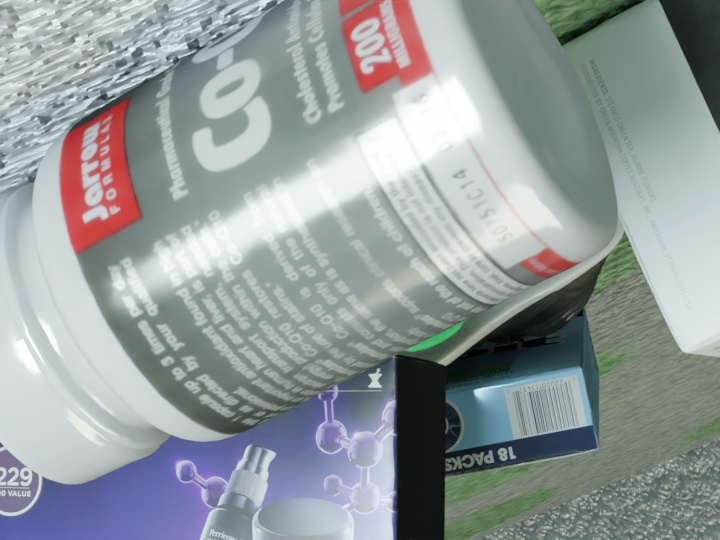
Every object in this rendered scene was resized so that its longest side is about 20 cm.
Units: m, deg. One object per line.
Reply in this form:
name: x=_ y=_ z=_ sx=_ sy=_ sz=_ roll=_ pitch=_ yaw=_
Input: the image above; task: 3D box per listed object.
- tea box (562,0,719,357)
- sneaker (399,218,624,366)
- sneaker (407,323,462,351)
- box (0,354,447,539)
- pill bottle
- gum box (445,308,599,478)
tea box: x=0.213 y=-0.061 z=0.846 sx=0.196 sy=0.134 sz=0.200 roll=-26 pitch=167 yaw=18
sneaker: x=0.041 y=0.022 z=1.023 sx=0.199 sy=0.071 sz=0.099 roll=-27 pitch=162 yaw=-1
sneaker: x=0.000 y=0.000 z=0.839 sx=0.074 sy=0.084 sz=0.200 roll=-18 pitch=167 yaw=-22
box: x=-0.067 y=0.108 z=0.887 sx=0.199 sy=0.142 sz=0.079 roll=-2 pitch=171 yaw=19
pill bottle: x=-0.030 y=-0.016 z=0.655 sx=0.199 sy=0.114 sz=0.114 roll=-27 pitch=166 yaw=20
gum box: x=0.038 y=0.068 z=1.074 sx=0.169 sy=0.045 sz=0.200 roll=-11 pitch=-175 yaw=8
